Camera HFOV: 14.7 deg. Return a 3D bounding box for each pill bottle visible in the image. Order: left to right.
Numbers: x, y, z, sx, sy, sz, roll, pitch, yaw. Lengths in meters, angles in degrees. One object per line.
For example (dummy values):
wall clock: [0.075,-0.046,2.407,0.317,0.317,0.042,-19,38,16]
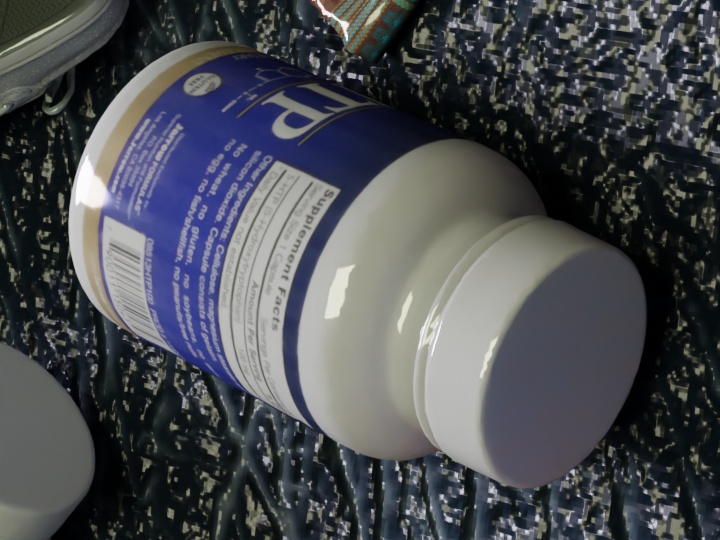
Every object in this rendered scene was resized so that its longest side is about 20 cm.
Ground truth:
pill bottle: [-0.204,0.125,1.200,0.200,0.113,0.113,-48,62,32]
pill bottle: [0.000,0.000,1.010,0.200,0.119,0.120,25,108,38]

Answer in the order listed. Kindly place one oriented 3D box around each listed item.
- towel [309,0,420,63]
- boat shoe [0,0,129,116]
towel: [0.012,-0.200,1.058,0.147,0.022,0.200,50,122,29]
boat shoe: [-0.169,-0.090,1.203,0.201,0.065,0.075,-24,52,34]
